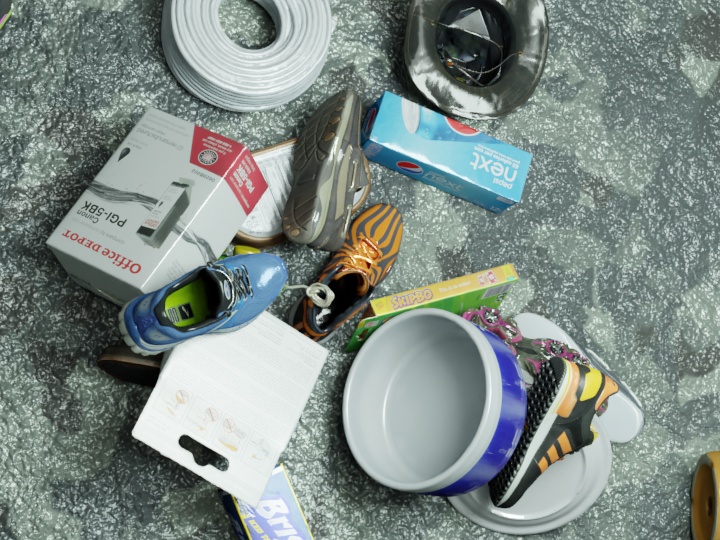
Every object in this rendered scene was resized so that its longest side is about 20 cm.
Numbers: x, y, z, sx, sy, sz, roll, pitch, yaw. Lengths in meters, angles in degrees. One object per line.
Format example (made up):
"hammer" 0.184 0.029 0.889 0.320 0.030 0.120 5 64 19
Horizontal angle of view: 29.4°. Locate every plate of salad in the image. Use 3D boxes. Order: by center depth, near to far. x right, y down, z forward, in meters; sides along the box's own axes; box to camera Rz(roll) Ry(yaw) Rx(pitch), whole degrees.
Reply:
"plate of salad" 0.187 0.215 1.579 0.200 0.048 0.200 1 114 2

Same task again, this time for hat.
"hat" 0.135 -0.276 1.685 0.200 0.081 0.201 1 85 -11

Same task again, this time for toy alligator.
"toy alligator" -0.128 0.007 1.507 0.200 0.054 0.059 15 100 21

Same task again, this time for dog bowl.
"dog bowl" 0.080 0.147 1.513 0.079 0.200 0.201 22 69 -49

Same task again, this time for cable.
"cable" -0.131 -0.285 1.607 0.200 0.069 0.200 24 73 -12

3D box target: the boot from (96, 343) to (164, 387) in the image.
"boot" -0.192 0.078 1.519 0.200 0.075 0.097 9 66 -26

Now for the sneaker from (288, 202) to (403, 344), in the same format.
"sneaker" 0.000 0.000 1.566 0.078 0.112 0.200 35 71 -8

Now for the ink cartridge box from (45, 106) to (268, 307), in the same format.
"ink cartridge box" -0.220 -0.061 1.492 0.147 0.083 0.200 23 68 27

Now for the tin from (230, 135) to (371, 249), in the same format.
"tin" -0.081 -0.094 1.602 0.200 0.042 0.112 -20 90 -20

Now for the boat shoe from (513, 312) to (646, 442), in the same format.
"boat shoe" 0.262 0.124 1.649 0.200 0.068 0.072 40 109 15

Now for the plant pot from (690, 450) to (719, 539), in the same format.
"plant pot" 0.498 0.284 1.635 0.183 0.200 0.201 4 77 0

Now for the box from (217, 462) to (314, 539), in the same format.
"box" -0.083 0.316 1.501 0.070 0.064 0.200 -22 85 -20

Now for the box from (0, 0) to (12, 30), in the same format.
"box" -0.493 -0.296 1.467 0.200 0.124 0.149 33 72 -7

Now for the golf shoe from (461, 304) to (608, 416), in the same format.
"golf shoe" 0.195 0.118 1.606 0.200 0.092 0.073 31 52 4

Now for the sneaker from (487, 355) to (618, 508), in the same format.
"sneaker" 0.212 0.189 1.504 0.090 0.070 0.200 16 117 -16

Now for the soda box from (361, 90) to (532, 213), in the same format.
"soda box" 0.100 -0.141 1.653 0.200 0.064 0.068 22 73 -13

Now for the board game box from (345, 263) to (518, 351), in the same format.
"board game box" 0.079 0.044 1.591 0.200 0.096 0.030 -17 69 -21

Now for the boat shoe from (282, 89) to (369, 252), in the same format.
"boat shoe" -0.033 -0.110 1.573 0.073 0.074 0.200 32 64 -36

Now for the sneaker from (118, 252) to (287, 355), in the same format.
"sneaker" -0.145 0.030 1.405 0.200 0.089 0.079 -26 93 -41

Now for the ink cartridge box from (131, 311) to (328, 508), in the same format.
"ink cartridge box" -0.142 0.131 1.461 0.161 0.050 0.200 34 62 -17
